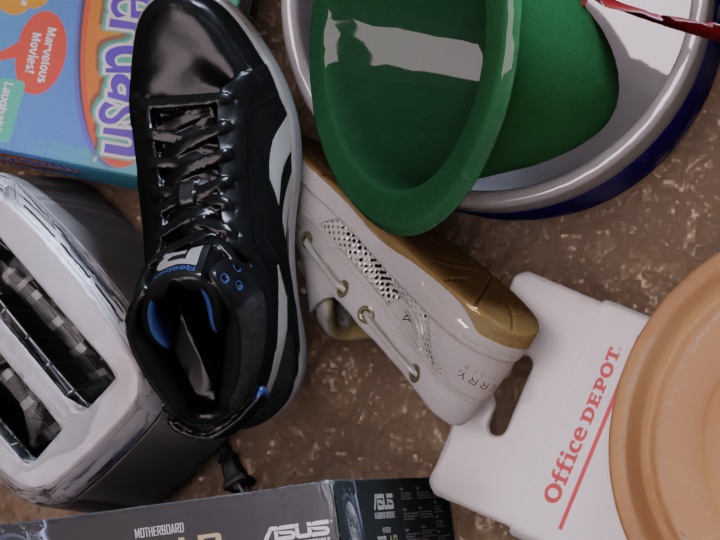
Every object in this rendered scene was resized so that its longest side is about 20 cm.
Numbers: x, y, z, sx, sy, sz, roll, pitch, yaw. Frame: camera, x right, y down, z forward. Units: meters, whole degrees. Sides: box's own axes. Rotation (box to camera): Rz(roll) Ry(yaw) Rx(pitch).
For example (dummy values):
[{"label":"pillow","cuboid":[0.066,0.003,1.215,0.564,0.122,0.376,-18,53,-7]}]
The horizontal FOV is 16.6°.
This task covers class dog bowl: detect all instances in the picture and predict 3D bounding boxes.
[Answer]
[{"label":"dog bowl","cuboid":[0.068,-0.124,1.149,0.199,0.079,0.201,-1,85,16]}]

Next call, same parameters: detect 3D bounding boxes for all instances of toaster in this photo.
[{"label":"toaster","cuboid":[-0.141,0.040,1.169,0.114,0.129,0.200,-43,76,9]}]

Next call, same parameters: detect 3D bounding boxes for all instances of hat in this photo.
[{"label":"hat","cuboid":[0.097,-0.090,1.083,0.200,0.176,0.166,56,135,47]}]

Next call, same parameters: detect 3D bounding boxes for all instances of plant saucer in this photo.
[{"label":"plant saucer","cuboid":[0.204,0.076,1.047,0.200,0.032,0.201,-2,83,15]}]

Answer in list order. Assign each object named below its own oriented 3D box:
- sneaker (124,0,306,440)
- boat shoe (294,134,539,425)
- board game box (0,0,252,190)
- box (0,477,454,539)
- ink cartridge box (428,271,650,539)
[{"label":"sneaker","cuboid":[-0.067,-0.026,1.073,0.073,0.112,0.201,-10,93,12]},{"label":"boat shoe","cuboid":[0.000,0.000,1.135,0.200,0.071,0.069,46,113,46]},{"label":"board game box","cuboid":[-0.154,-0.126,1.171,0.199,0.045,0.153,10,82,5]},{"label":"box","cuboid":[-0.057,0.124,1.100,0.160,0.200,0.044,-9,83,16]},{"label":"ink cartridge box","cuboid":[0.146,0.089,1.113,0.200,0.068,0.115,23,90,17]}]
